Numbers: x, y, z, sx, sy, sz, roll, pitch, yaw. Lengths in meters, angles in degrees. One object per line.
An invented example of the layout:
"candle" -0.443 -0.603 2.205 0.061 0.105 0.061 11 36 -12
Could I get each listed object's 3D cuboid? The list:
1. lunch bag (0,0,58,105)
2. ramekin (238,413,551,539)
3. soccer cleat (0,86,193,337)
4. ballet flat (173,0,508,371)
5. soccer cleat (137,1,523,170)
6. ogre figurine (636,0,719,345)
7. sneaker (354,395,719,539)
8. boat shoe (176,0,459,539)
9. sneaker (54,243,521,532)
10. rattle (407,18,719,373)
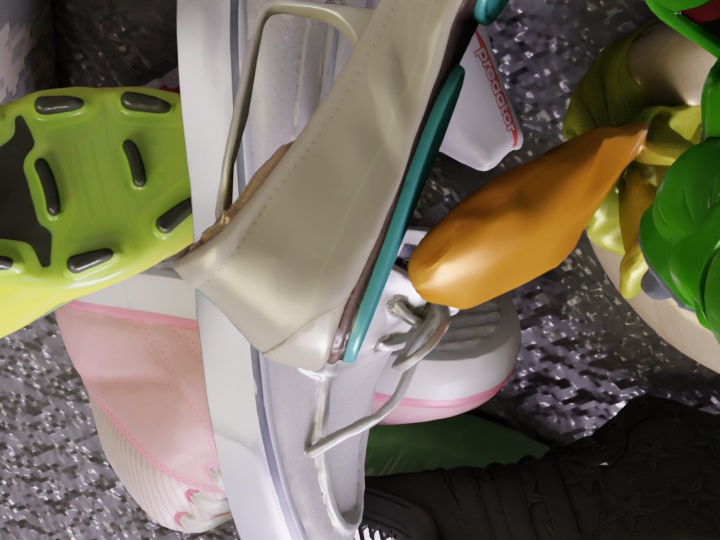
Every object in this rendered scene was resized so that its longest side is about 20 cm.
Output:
"lunch bag" -0.196 -0.046 0.946 0.139 0.168 0.200 23 138 20
"ramekin" 0.028 0.155 1.012 0.199 0.098 0.200 21 137 22
"soccer cleat" -0.129 0.000 0.878 0.065 0.200 0.084 64 -178 10
"ballet flat" 0.010 -0.072 0.755 0.069 0.201 0.069 26 175 3
"soccer cleat" -0.029 -0.036 0.904 0.200 0.069 0.085 -29 94 43
"ogre figurine" 0.132 -0.055 0.691 0.098 0.201 0.120 12 178 -25
"sneaker" 0.074 0.082 0.903 0.199 0.104 0.060 12 132 29
"boat shoe" 0.001 -0.002 0.827 0.086 0.075 0.203 0 106 13
"sneaker" -0.023 0.042 0.956 0.200 0.075 0.105 12 121 40
"rattle" 0.123 0.030 0.798 0.130 0.143 0.200 -24 104 28
